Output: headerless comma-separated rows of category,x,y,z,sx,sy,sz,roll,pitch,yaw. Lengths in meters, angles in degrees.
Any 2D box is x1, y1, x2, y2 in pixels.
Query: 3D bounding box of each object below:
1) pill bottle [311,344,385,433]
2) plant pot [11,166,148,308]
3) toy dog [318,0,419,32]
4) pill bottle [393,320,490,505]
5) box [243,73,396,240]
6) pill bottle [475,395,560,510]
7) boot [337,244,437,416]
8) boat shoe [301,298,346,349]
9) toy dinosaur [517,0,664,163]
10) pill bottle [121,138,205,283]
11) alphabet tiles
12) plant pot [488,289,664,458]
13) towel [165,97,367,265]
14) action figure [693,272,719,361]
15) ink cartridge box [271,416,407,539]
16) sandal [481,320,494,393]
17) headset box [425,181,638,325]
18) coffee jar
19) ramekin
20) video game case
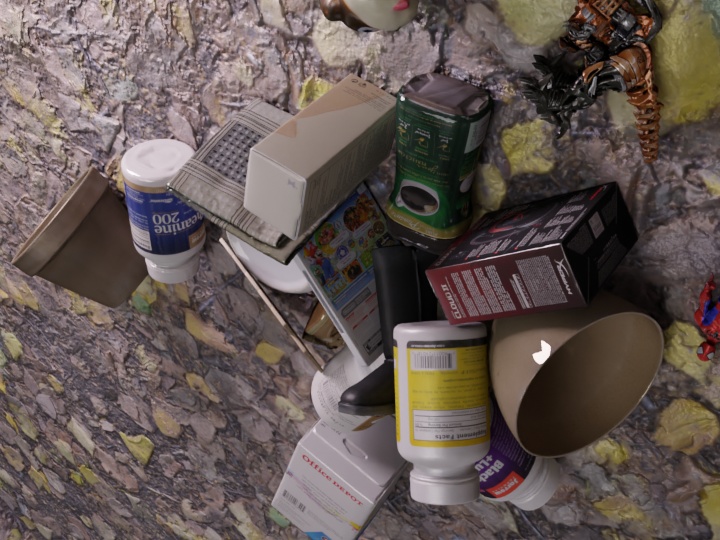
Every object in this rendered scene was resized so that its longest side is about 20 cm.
pill bottle,0.022,0.144,1.287,0.114,0.114,0.200,46,139,0
plant pot,-0.432,-0.036,1.486,0.173,0.201,0.199,42,141,-20
toy dog,0.015,-0.332,0.911,0.193,0.139,0.201,36,139,31
pill bottle,0.095,0.162,1.067,0.110,0.111,0.203,0,91,39
box,-0.042,-0.134,1.058,0.077,0.200,0.095,32,137,16
pill bottle,0.169,0.233,1.208,0.199,0.112,0.111,38,143,-24
boot,0.034,0.069,1.127,0.065,0.164,0.203,2,93,42
boat shoe,-0.038,0.070,1.283,0.064,0.072,0.200,24,168,-2
toy dinosaur,0.230,-0.195,0.876,0.135,0.102,0.202,-23,84,30
pill bottle,-0.289,-0.083,1.368,0.110,0.111,0.202,22,133,24
alphabet tiles,-0.121,0.057,1.308,0.200,0.008,0.167,51,175,25
plant pot,0.224,0.093,1.049,0.135,0.198,0.202,50,151,47
towel,-0.110,-0.119,1.137,0.199,0.193,0.035,31,148,16
action figure,0.388,0.022,0.944,0.065,0.052,0.201,24,136,18
ink cartridge box,-0.024,0.317,1.434,0.146,0.146,0.201,36,138,12
sandal,0.156,0.127,1.207,0.080,0.054,0.201,36,137,11
headset box,0.179,-0.016,1.007,0.199,0.149,0.076,-12,110,43
coffee jar,0.086,-0.116,1.053,0.104,0.085,0.201,24,133,21
ramekin,-0.094,-0.060,1.239,0.201,0.094,0.204,22,134,25
video game case,0.000,0.000,1.172,0.018,0.143,0.201,-11,114,56
